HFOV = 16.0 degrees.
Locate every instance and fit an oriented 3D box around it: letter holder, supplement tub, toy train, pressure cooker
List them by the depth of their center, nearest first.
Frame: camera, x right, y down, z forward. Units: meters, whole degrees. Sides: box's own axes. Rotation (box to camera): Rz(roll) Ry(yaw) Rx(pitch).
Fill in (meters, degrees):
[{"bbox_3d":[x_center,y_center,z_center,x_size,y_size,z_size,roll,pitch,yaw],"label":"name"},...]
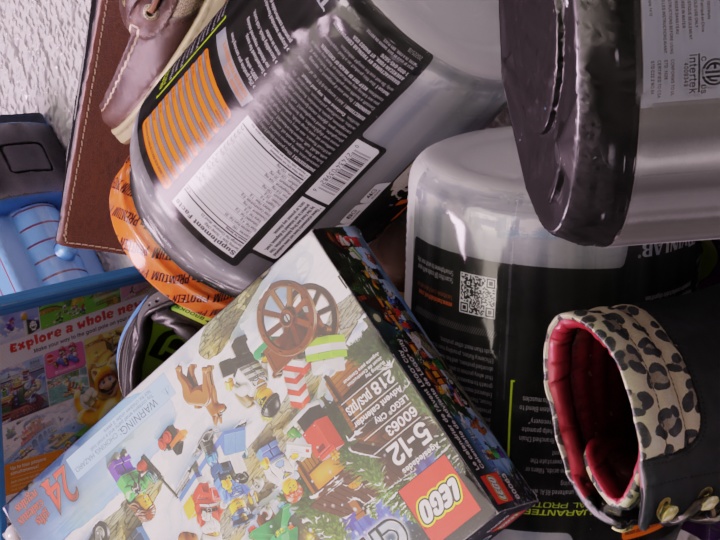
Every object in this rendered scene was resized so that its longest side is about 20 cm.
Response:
[{"bbox_3d":[0.156,-0.096,0.904,0.176,0.199,0.179,91,172,-53],"label":"pressure cooker"},{"bbox_3d":[0.077,0.048,1.065,0.122,0.122,0.201,24,117,51],"label":"supplement tub"},{"bbox_3d":[-0.021,-0.072,1.141,0.200,0.122,0.123,-44,62,36],"label":"supplement tub"},{"bbox_3d":[-0.072,-0.111,1.324,0.101,0.142,0.200,-93,14,-56],"label":"letter holder"},{"bbox_3d":[-0.207,0.003,1.553,0.114,0.087,0.200,-51,58,42],"label":"toy train"}]

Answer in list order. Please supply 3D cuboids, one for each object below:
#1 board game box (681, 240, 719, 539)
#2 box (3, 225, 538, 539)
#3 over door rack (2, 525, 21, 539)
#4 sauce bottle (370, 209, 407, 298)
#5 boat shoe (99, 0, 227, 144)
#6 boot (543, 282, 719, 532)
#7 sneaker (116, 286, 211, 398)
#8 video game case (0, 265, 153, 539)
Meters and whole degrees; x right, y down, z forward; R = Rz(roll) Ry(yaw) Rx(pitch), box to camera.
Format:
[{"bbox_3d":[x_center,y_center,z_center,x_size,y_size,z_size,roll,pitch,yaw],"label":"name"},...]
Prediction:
[{"bbox_3d":[0.126,0.005,1.114,0.120,0.032,0.201,21,117,48],"label":"board game box"},{"bbox_3d":[-0.041,0.095,1.043,0.200,0.038,0.137,-42,72,26],"label":"box"},{"bbox_3d":[-0.118,0.200,1.361,0.200,0.148,0.067,41,168,12],"label":"over door rack"},{"bbox_3d":[0.000,0.000,1.264,0.065,0.065,0.200,57,141,29],"label":"sauce bottle"},{"bbox_3d":[-0.083,-0.145,1.203,0.072,0.072,0.200,36,130,0],"label":"boat shoe"},{"bbox_3d":[0.157,0.093,0.980,0.073,0.153,0.204,-25,78,55],"label":"boot"},{"bbox_3d":[-0.067,0.003,1.292,0.200,0.071,0.083,-60,17,27],"label":"sneaker"},{"bbox_3d":[-0.150,0.102,1.441,0.018,0.143,0.201,17,113,47],"label":"video game case"}]
